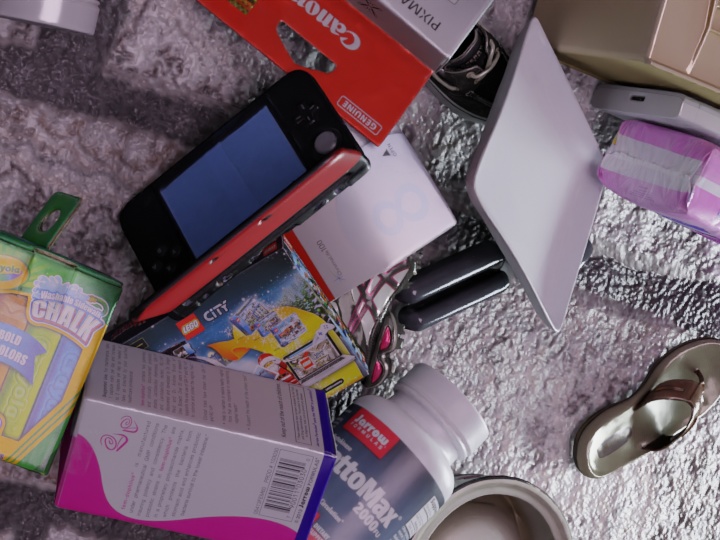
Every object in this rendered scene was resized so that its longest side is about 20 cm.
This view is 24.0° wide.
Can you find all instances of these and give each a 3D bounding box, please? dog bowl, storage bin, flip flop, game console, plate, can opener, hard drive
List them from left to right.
[{"bbox_3d":[-0.104,-0.062,1.282,0.199,0.173,0.119,-37,147,7],"label":"game console"},{"bbox_3d":[0.098,0.278,1.560,0.198,0.074,0.202,-6,102,-28],"label":"dog bowl"},{"bbox_3d":[0.123,0.002,1.526,0.199,0.067,0.054,-24,112,-31],"label":"can opener"},{"bbox_3d":[0.151,-0.082,1.479,0.200,0.032,0.201,56,43,-41],"label":"plate"},{"bbox_3d":[0.294,0.139,1.653,0.199,0.057,0.082,-31,112,-21],"label":"flip flop"},{"bbox_3d":[0.280,-0.207,1.502,0.197,0.200,0.095,16,92,-30],"label":"storage bin"},{"bbox_3d":[0.331,-0.128,1.584,0.199,0.132,0.027,19,90,-30],"label":"hard drive"}]

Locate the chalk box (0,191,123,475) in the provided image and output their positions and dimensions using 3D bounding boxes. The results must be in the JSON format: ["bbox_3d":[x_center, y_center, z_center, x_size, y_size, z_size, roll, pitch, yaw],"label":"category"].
[{"bbox_3d":[-0.269,0.031,1.279,0.123,0.124,0.202,23,86,-28],"label":"chalk box"}]

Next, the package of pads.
[{"bbox_3d":[0.327,-0.071,1.578,0.199,0.120,0.076,21,96,-41],"label":"package of pads"}]

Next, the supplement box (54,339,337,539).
[{"bbox_3d":[-0.130,0.138,1.326,0.198,0.104,0.102,14,114,-14],"label":"supplement box"}]

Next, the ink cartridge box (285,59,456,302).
[{"bbox_3d":[-0.045,-0.053,1.392,0.199,0.047,0.161,-33,94,-11],"label":"ink cartridge box"}]

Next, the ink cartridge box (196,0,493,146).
[{"bbox_3d":[-0.008,-0.230,1.373,0.199,0.044,0.174,38,70,-4],"label":"ink cartridge box"}]

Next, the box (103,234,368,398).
[{"bbox_3d":[-0.112,0.075,1.376,0.199,0.038,0.137,-30,114,8],"label":"box"}]

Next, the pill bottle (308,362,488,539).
[{"bbox_3d":[0.011,0.179,1.463,0.200,0.119,0.120,-44,116,-14],"label":"pill bottle"}]

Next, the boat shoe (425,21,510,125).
[{"bbox_3d":[0.085,-0.185,1.474,0.199,0.064,0.071,32,83,-30],"label":"boat shoe"}]

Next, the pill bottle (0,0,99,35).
[{"bbox_3d":[-0.221,-0.282,1.257,0.111,0.112,0.202,9,94,-30],"label":"pill bottle"}]

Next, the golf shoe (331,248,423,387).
[{"bbox_3d":[0.000,0.000,1.455,0.087,0.077,0.202,9,95,-25],"label":"golf shoe"}]
